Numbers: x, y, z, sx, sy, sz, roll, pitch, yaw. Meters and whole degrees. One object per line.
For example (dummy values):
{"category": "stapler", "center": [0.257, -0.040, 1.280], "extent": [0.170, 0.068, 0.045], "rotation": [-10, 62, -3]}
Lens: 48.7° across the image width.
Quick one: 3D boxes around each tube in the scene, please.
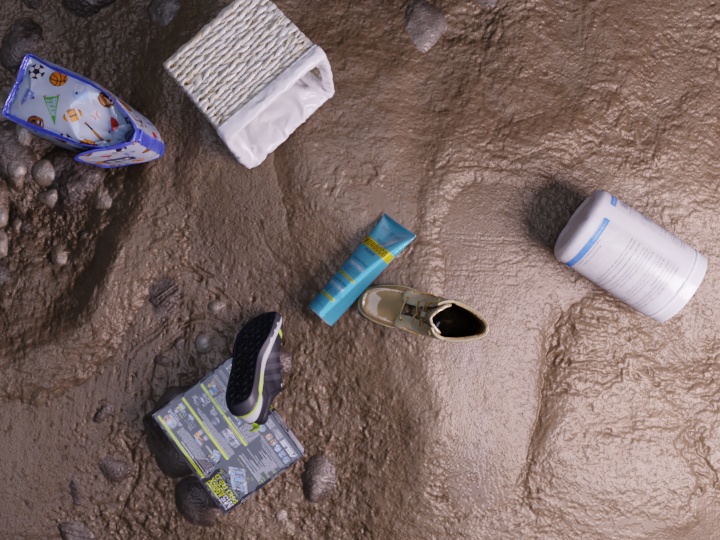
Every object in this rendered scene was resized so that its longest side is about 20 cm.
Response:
{"category": "tube", "center": [0.000, 0.000, 1.291], "extent": [0.077, 0.050, 0.200], "rotation": [40, 87, 31]}

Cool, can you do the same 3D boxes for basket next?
{"category": "basket", "center": [-0.167, -0.291, 1.229], "extent": [0.200, 0.198, 0.161], "rotation": [-43, 85, -1]}

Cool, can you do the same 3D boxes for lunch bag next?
{"category": "lunch bag", "center": [-0.415, -0.228, 1.234], "extent": [0.200, 0.170, 0.124], "rotation": [22, 91, -1]}

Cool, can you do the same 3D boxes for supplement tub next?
{"category": "supplement tub", "center": [0.422, -0.024, 1.257], "extent": [0.200, 0.132, 0.132], "rotation": [34, 88, 1]}

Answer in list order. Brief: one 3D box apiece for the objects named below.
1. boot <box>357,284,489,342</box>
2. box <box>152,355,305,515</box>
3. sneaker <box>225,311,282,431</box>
{"category": "boot", "center": [0.094, 0.067, 1.237], "extent": [0.200, 0.155, 0.073], "rotation": [17, 88, 1]}
{"category": "box", "center": [-0.210, 0.263, 1.283], "extent": [0.160, 0.044, 0.200], "rotation": [-37, 89, -1]}
{"category": "sneaker", "center": [-0.159, 0.160, 1.258], "extent": [0.072, 0.083, 0.200], "rotation": [-10, 46, 28]}
